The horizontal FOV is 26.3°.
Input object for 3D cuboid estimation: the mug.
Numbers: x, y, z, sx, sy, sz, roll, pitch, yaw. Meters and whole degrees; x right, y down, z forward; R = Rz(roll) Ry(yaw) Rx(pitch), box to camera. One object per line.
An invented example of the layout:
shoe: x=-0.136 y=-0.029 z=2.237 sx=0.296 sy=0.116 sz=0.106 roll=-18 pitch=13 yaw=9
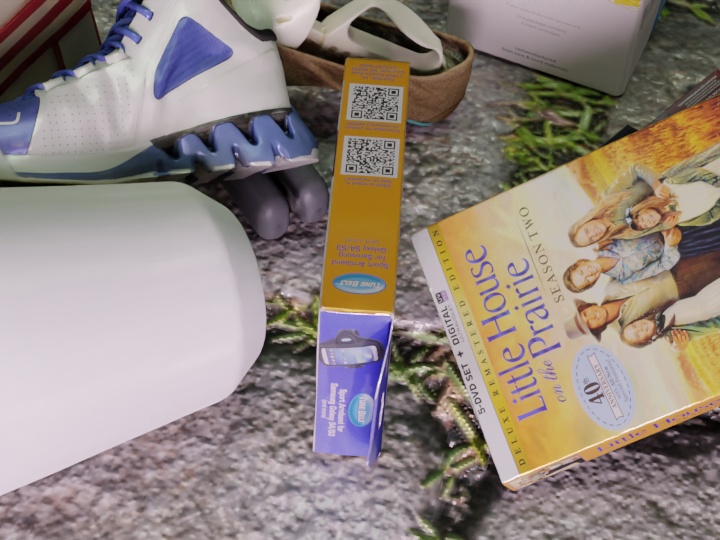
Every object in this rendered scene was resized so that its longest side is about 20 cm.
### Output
mug: x=-0.140 y=0.008 z=0.773 sx=0.153 sy=0.150 sz=0.187 roll=-13 pitch=58 yaw=-24

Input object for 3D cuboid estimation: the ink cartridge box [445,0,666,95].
ink cartridge box: x=0.140 y=-0.237 z=0.956 sx=0.125 sy=0.200 sz=0.129 roll=20 pitch=51 yaw=13

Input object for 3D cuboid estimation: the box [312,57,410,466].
box: x=0.000 y=0.000 z=0.799 sx=0.041 sy=0.119 sz=0.200 roll=6 pitch=49 yaw=2

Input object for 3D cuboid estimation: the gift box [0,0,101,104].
gift box: x=-0.245 y=-0.139 z=0.870 sx=0.200 sy=0.185 sz=0.187 roll=30 pitch=63 yaw=16

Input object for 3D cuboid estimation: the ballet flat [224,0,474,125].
ballet flat: x=-0.018 y=-0.138 z=0.900 sx=0.199 sy=0.072 sz=0.068 roll=14 pitch=50 yaw=-24

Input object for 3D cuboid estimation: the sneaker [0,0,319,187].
sneaker: x=-0.125 y=-0.101 z=0.819 sx=0.199 sy=0.081 sz=0.116 roll=-8 pitch=87 yaw=-24

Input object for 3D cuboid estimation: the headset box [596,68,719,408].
headset box: x=0.211 y=-0.013 z=0.852 sx=0.200 sy=0.077 sz=0.149 roll=39 pitch=58 yaw=24

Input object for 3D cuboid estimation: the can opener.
can opener: x=-0.085 y=-0.108 z=0.919 sx=0.053 sy=0.067 sz=0.200 roll=-23 pitch=54 yaw=-21

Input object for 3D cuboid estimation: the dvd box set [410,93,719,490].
dvd box set: x=0.139 y=0.007 z=0.779 sx=0.200 sy=0.029 sz=0.147 roll=-24 pitch=69 yaw=12
